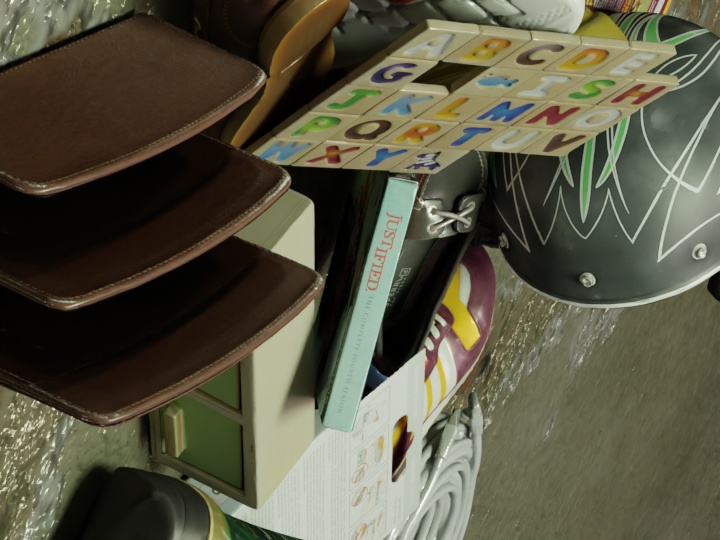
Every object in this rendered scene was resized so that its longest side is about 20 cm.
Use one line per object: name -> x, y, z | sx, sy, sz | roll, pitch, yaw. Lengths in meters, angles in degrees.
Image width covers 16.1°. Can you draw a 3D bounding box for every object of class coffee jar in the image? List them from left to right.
coffee jar -> -0.077, 0.186, 1.442 | 0.200, 0.085, 0.105 | 29, 86, -40

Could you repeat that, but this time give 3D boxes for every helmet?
helmet -> 0.170, -0.063, 1.594 | 0.201, 0.199, 0.191 | -64, 154, -5

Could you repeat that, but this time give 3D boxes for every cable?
cable -> 0.016, 0.190, 1.805 | 0.200, 0.069, 0.200 | -57, 161, -25

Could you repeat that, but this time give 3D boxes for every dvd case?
dvd case -> 0.000, 0.000, 1.481 | 0.200, 0.022, 0.147 | -109, -147, -77

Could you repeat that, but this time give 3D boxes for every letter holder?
letter holder -> -0.104, -0.025, 1.153 | 0.200, 0.142, 0.101 | -33, 143, -55

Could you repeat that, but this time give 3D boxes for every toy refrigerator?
toy refrigerator -> -0.074, 0.038, 1.400 | 0.070, 0.076, 0.201 | -51, 156, -35

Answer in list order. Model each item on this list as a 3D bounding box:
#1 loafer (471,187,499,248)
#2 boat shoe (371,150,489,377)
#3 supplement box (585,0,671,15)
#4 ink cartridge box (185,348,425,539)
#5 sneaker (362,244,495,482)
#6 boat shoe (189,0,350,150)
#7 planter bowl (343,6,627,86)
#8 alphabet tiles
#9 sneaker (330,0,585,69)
loafer -> 0.058, -0.050, 1.668 | 0.063, 0.072, 0.200 | -47, 154, 5
boat shoe -> 0.042, -0.013, 1.584 | 0.067, 0.057, 0.200 | -7, 142, -28
supplement box -> 0.152, -0.227, 1.655 | 0.200, 0.085, 0.111 | -6, 118, -68
ink cartridge box -> -0.041, 0.148, 1.610 | 0.200, 0.057, 0.163 | -44, 150, -35
sneaker -> 0.029, 0.062, 1.687 | 0.201, 0.075, 0.090 | -64, 166, -8
boat shoe -> -0.053, -0.120, 1.276 | 0.070, 0.070, 0.200 | -39, 171, -23
planter bowl -> 0.056, -0.131, 1.460 | 0.200, 0.200, 0.084 | -34, 108, -55
alphabet tiles -> 0.062, -0.085, 1.320 | 0.199, 0.008, 0.167 | 2, 158, -37
sneaker -> 0.030, -0.156, 1.307 | 0.077, 0.199, 0.082 | 47, 55, -45
